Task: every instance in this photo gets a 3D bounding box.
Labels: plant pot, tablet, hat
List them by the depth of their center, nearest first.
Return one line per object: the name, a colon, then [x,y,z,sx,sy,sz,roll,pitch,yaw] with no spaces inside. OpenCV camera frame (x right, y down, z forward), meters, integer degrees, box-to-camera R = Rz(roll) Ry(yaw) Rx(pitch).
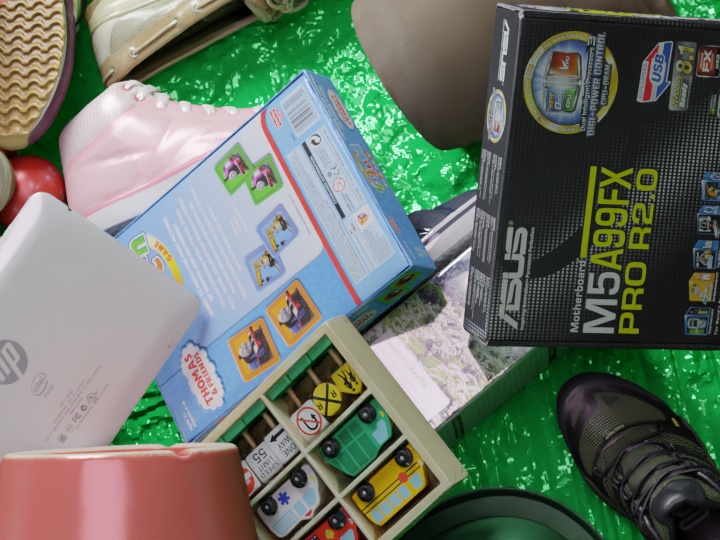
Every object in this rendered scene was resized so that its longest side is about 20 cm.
hat: [0.079,0.185,1.227,0.199,0.176,0.166,-30,68,-1]
plant pot: [-0.138,0.193,1.229,0.199,0.200,0.179,-2,87,9]
tablet: [-0.203,0.067,1.289,0.130,0.014,0.201,35,86,-18]
plant pot: [0.095,-0.171,1.359,0.173,0.200,0.201,-32,67,15]

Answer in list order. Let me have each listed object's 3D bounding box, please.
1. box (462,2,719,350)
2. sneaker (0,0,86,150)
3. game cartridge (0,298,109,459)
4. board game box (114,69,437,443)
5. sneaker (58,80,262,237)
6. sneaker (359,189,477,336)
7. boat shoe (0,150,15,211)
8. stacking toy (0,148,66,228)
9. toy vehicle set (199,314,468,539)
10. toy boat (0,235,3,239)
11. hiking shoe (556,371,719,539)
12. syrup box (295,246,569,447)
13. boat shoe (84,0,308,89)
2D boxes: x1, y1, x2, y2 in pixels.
box: [0.151,-0.054,1.251,0.159,0.044,0.201,2,102,-18]
sneaker: [-0.222,-0.170,1.454,0.074,0.090,0.201,-1,71,13]
game cartridge: [-0.241,0.132,1.307,0.175,0.032,0.201,-17,100,-14]
board game box: [-0.065,-0.005,1.323,0.200,0.037,0.152,-38,66,23]
sneaker: [-0.114,-0.095,1.416,0.199,0.075,0.105,-22,73,6]
sneaker: [0.000,0.000,1.361,0.200,0.078,0.079,-40,74,-3]
boat shoe: [-0.320,-0.020,1.378,0.200,0.065,0.072,-36,76,3]
stacking toy: [-0.289,-0.089,1.452,0.199,0.085,0.086,34,79,12]
toy vehicle set: [-0.041,0.138,1.283,0.200,0.026,0.124,-45,78,26]
toy boat: [-0.258,0.072,1.375,0.200,0.130,0.131,-44,99,-6]
hiking shoe: [0.192,0.131,1.268,0.076,0.101,0.200,-39,69,-6]
syrup box: [0.061,0.052,1.329,0.200,0.081,0.079,-39,74,-6]
boat shoe: [-0.092,-0.182,1.448,0.200,0.073,0.063,-17,75,7]
